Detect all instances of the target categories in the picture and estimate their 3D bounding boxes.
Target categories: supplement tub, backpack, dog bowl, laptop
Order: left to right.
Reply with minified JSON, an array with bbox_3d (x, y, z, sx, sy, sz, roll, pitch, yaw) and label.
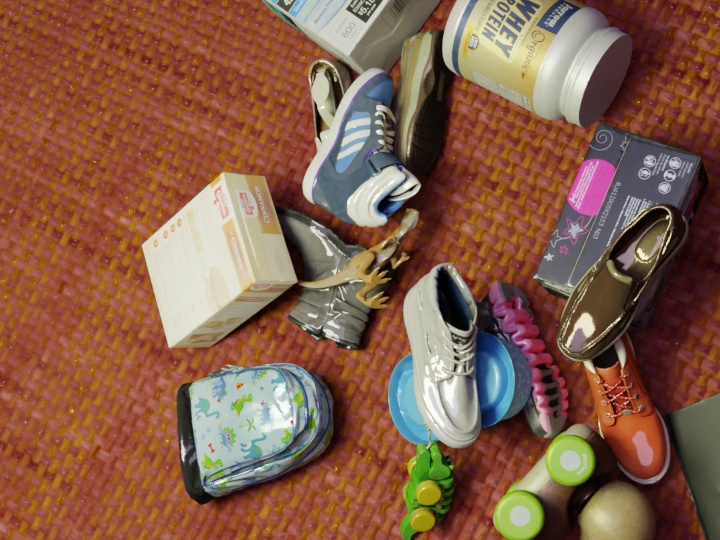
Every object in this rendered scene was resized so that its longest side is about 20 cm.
[{"bbox_3d":[-0.131,0.191,1.619,0.199,0.154,0.164,-9,67,5],"label":"backpack"},{"bbox_3d":[0.120,0.141,1.536,0.200,0.049,0.112,-24,71,42],"label":"dog bowl"},{"bbox_3d":[0.217,-0.272,1.585,0.200,0.144,0.145,30,89,24],"label":"supplement tub"},{"bbox_3d":[0.479,0.215,1.446,0.199,0.116,0.188,-11,72,-12],"label":"laptop"}]

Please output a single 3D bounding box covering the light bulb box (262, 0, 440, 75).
[{"bbox_3d":[-0.010,-0.389,1.708,0.200,0.125,0.199,37,92,23],"label":"light bulb box"}]

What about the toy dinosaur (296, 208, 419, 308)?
[{"bbox_3d":[0.000,0.000,1.602,0.199,0.060,0.106,-30,38,7],"label":"toy dinosaur"}]

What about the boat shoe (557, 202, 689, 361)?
[{"bbox_3d":[0.279,0.008,1.412,0.075,0.075,0.203,35,93,22],"label":"boat shoe"}]

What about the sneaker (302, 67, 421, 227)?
[{"bbox_3d":[0.030,-0.146,1.605,0.146,0.081,0.201,23,78,31],"label":"sneaker"}]

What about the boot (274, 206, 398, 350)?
[{"bbox_3d":[-0.062,0.010,1.662,0.200,0.070,0.132,29,87,25],"label":"boot"}]

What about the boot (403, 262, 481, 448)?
[{"bbox_3d":[0.100,0.093,1.454,0.073,0.096,0.201,-8,68,-20],"label":"boot"}]

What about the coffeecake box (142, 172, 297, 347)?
[{"bbox_3d":[-0.186,-0.010,1.666,0.200,0.073,0.154,-36,64,40],"label":"coffeecake box"}]

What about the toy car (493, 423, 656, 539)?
[{"bbox_3d":[0.264,0.287,1.438,0.200,0.164,0.158,42,94,11],"label":"toy car"}]

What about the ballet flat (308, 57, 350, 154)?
[{"bbox_3d":[-0.038,-0.189,1.702,0.068,0.067,0.201,-17,72,16],"label":"ballet flat"}]

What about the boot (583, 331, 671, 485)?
[{"bbox_3d":[0.296,0.148,1.479,0.075,0.107,0.201,-22,72,13],"label":"boot"}]

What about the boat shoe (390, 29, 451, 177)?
[{"bbox_3d":[0.068,-0.214,1.677,0.076,0.072,0.201,1,70,35],"label":"boat shoe"}]

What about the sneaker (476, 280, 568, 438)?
[{"bbox_3d":[0.180,0.117,1.555,0.095,0.079,0.201,-32,64,27],"label":"sneaker"}]

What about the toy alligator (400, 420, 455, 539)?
[{"bbox_3d":[0.088,0.242,1.529,0.054,0.201,0.059,2,31,-13],"label":"toy alligator"}]

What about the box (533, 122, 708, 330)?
[{"bbox_3d":[0.310,-0.048,1.514,0.132,0.115,0.201,22,88,22],"label":"box"}]
